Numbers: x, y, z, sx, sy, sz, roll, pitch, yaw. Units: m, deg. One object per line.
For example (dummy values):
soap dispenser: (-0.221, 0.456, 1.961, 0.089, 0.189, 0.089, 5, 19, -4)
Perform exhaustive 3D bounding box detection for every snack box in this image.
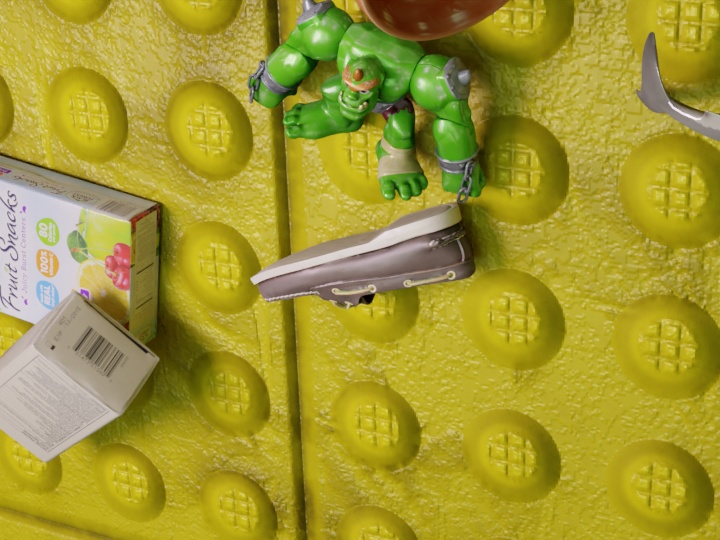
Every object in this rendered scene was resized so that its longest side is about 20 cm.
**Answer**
snack box: (-0.285, -0.017, 1.309, 0.200, 0.053, 0.142, 18, 119, 20)

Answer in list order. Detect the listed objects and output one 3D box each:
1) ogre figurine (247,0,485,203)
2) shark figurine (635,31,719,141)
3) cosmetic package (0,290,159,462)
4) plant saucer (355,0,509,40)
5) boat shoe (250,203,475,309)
ogre figurine: (0.008, -0.137, 1.077, 0.200, 0.098, 0.120, 42, 145, 24)
shark figurine: (0.291, -0.108, 0.946, 0.214, 0.089, 0.128, -13, 71, 24)
cosmetic package: (-0.279, 0.102, 1.303, 0.105, 0.071, 0.200, 42, 145, -14)
plant saucer: (0.071, -0.244, 0.933, 0.032, 0.200, 0.200, 48, 129, 31)
boat shoe: (0.000, 0.000, 1.154, 0.200, 0.072, 0.060, -17, 100, 27)
